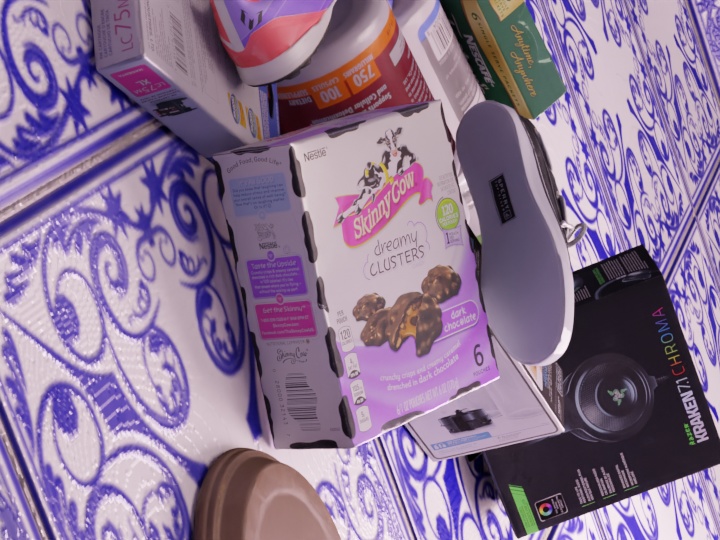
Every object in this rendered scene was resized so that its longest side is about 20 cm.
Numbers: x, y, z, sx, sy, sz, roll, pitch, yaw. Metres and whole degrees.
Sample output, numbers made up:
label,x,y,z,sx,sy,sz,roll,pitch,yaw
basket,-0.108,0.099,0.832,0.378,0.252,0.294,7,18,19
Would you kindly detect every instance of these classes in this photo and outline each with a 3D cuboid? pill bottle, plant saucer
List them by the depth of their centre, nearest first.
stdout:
label,x,y,z,sx,sy,sz,roll,pitch,yaw
plant saucer,-0.044,0.204,1.315,0.200,0.029,0.201,-15,90,-71
pill bottle,0.004,-0.101,1.564,0.113,0.113,0.200,-80,148,-51
pill bottle,0.042,-0.123,1.685,0.114,0.113,0.200,-78,147,-54

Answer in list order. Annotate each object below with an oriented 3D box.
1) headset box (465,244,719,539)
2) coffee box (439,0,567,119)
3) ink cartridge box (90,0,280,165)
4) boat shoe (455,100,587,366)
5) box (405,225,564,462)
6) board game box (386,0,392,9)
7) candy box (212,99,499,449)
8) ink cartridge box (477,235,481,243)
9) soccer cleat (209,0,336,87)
label,x,y,z,sx,sy,sz,roll,pitch,yaw
headset box,0.173,0.101,1.758,0.093,0.199,0.175,-98,168,-74
coffee box,0.069,-0.193,1.732,0.044,0.200,0.123,-41,123,-21
ink cartridge box,-0.111,-0.144,1.391,0.200,0.042,0.120,36,42,-57
boat shoe,0.121,-0.024,1.537,0.068,0.074,0.200,16,51,-50
box,0.065,0.057,1.605,0.200,0.116,0.060,56,28,-45
board game box,-0.042,-0.295,1.617,0.200,0.097,0.160,-81,149,-51
candy box,0.000,0.000,1.422,0.168,0.071,0.201,-21,102,-49
ink cartridge box,0.129,0.005,1.903,0.104,0.059,0.200,-79,147,-53
soccer cleat,-0.040,-0.209,1.436,0.073,0.068,0.200,59,42,-32
